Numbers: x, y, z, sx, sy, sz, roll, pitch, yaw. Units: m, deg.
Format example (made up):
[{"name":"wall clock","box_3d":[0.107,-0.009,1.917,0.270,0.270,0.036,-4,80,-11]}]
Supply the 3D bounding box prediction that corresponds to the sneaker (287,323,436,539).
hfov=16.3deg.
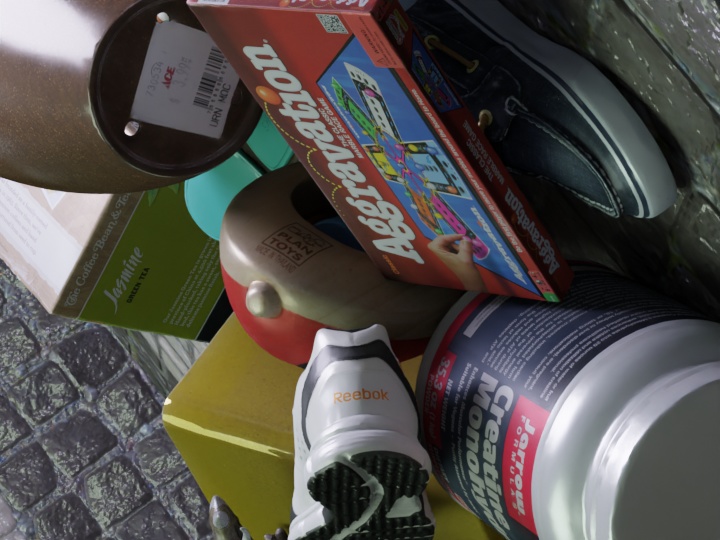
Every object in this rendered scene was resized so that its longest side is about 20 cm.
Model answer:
[{"name":"sneaker","box_3d":[0.001,0.088,1.230,0.200,0.074,0.080,104,161,-67]}]

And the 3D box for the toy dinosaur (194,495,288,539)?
[{"name":"toy dinosaur","box_3d":[-0.019,0.196,1.337,0.200,0.077,0.102,36,-171,-12]}]

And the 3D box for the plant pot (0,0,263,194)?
[{"name":"plant pot","box_3d":[-0.125,-0.114,1.283,0.187,0.187,0.200,59,166,-26]}]

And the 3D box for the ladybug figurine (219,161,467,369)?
[{"name":"ladybug figurine","box_3d":[0.000,0.000,1.283,0.136,0.200,0.072,33,119,26]}]

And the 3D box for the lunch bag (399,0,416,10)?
[{"name":"lunch bag","box_3d":[-0.060,-0.208,1.111,0.170,0.127,0.200,40,159,32]}]

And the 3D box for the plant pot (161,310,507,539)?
[{"name":"plant pot","box_3d":[0.042,0.090,1.402,0.176,0.200,0.200,17,147,35]}]

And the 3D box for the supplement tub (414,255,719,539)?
[{"name":"supplement tub","box_3d":[0.123,0.080,1.171,0.140,0.140,0.200,59,168,-24]}]

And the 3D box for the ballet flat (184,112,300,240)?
[{"name":"ballet flat","box_3d":[-0.041,-0.072,1.386,0.072,0.072,0.200,53,155,5]}]

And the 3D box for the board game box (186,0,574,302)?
[{"name":"board game box","box_3d":[0.012,-0.056,1.116,0.103,0.019,0.200,9,148,38]}]

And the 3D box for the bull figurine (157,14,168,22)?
[{"name":"bull figurine","box_3d":[-0.123,-0.181,1.599,0.200,0.065,0.121,47,163,20]}]

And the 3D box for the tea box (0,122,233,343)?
[{"name":"tea box","box_3d":[-0.152,-0.062,1.673,0.197,0.134,0.200,14,-158,-44]}]

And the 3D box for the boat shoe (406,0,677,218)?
[{"name":"boat shoe","box_3d":[0.054,-0.066,1.147,0.200,0.091,0.071,44,165,41]}]
